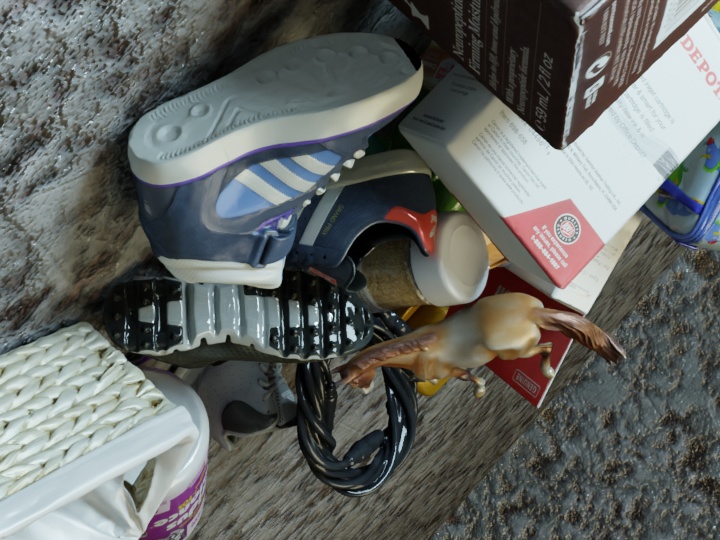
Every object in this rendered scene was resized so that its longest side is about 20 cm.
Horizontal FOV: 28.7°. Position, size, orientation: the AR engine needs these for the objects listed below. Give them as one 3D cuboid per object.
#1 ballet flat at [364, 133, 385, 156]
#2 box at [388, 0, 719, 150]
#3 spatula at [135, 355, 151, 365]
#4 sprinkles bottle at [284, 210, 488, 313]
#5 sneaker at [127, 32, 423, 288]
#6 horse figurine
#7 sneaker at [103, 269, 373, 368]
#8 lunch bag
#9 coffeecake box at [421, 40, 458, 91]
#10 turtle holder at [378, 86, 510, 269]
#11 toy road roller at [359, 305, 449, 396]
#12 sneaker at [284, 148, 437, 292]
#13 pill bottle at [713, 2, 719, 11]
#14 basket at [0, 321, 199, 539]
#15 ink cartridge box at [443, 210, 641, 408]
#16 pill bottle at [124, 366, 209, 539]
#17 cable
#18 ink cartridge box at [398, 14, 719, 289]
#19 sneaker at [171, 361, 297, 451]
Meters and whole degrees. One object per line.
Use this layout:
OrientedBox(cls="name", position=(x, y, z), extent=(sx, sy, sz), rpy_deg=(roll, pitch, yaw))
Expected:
OrientedBox(cls="ballet flat", position=(-0.034, -0.094, 1.031), extent=(0.074, 0.074, 0.200), rpy_deg=(-48, 161, 4))
OrientedBox(cls="box", position=(0.108, -0.217, 0.834), extent=(0.164, 0.200, 0.166), rpy_deg=(-43, 162, -11))
OrientedBox(cls="spatula", position=(-0.117, 0.004, 1.099), extent=(0.201, 0.021, 0.056), rpy_deg=(-56, 167, 24))
OrientedBox(cls="sprinkles bottle", position=(0.000, 0.000, 1.079), extent=(0.198, 0.069, 0.068), rpy_deg=(-8, -170, 38))
OrientedBox(cls="sneaker", position=(-0.048, -0.061, 0.918), extent=(0.198, 0.081, 0.147), rpy_deg=(-21, 139, -9))
OrientedBox(cls="horse figurine", position=(0.093, 0.058, 1.056), extent=(0.198, 0.050, 0.132), rpy_deg=(-16, 153, 24))
OrientedBox(cls="sneaker", position=(-0.091, 0.038, 1.049), extent=(0.198, 0.067, 0.091), rpy_deg=(1, 169, -10))
OrientedBox(cls="lunch bag", position=(0.259, -0.112, 1.089), extent=(0.082, 0.200, 0.162), rpy_deg=(12, 115, -26))
OrientedBox(cls="coffeecake box", position=(0.157, -0.184, 1.044), extent=(0.153, 0.073, 0.201), rpy_deg=(30, 92, -28))
OrientedBox(cls="turtle holder", position=(0.077, -0.077, 1.157), extent=(0.131, 0.186, 0.141), rpy_deg=(26, 116, -26))
OrientedBox(cls="toy road roller", position=(0.034, 0.038, 1.326), extent=(0.123, 0.146, 0.200), rpy_deg=(-48, 163, 5))
OrientedBox(cls="sneaker", position=(-0.040, -0.020, 0.995), extent=(0.198, 0.085, 0.075), rpy_deg=(-15, 168, 10))
OrientedBox(cls="pill bottle", position=(0.315, -0.294, 1.315), extent=(0.199, 0.112, 0.113), rpy_deg=(-32, 158, -41))
OrientedBox(cls="basket", position=(-0.231, 0.139, 0.953), extent=(0.199, 0.123, 0.136), rpy_deg=(-24, 153, -50))
OrientedBox(cls="ink cartridge box", position=(0.132, -0.004, 1.190), extent=(0.044, 0.200, 0.177), rpy_deg=(25, 96, -27))
OrientedBox(cls="pill bottle", position=(-0.182, 0.171, 1.164), extent=(0.112, 0.112, 0.201), rpy_deg=(-38, 161, -25))
OrientedBox(cls="cable", position=(-0.009, 0.102, 1.214), extent=(0.200, 0.050, 0.165), rpy_deg=(46, 62, -52))
OrientedBox(cls="ink cartridge box", position=(0.149, -0.114, 0.972), extent=(0.200, 0.144, 0.084), rpy_deg=(-45, -153, -5))
OrientedBox(cls="sneaker", position=(-0.070, 0.072, 1.202), extent=(0.201, 0.115, 0.075), rpy_deg=(-51, 162, 16))
